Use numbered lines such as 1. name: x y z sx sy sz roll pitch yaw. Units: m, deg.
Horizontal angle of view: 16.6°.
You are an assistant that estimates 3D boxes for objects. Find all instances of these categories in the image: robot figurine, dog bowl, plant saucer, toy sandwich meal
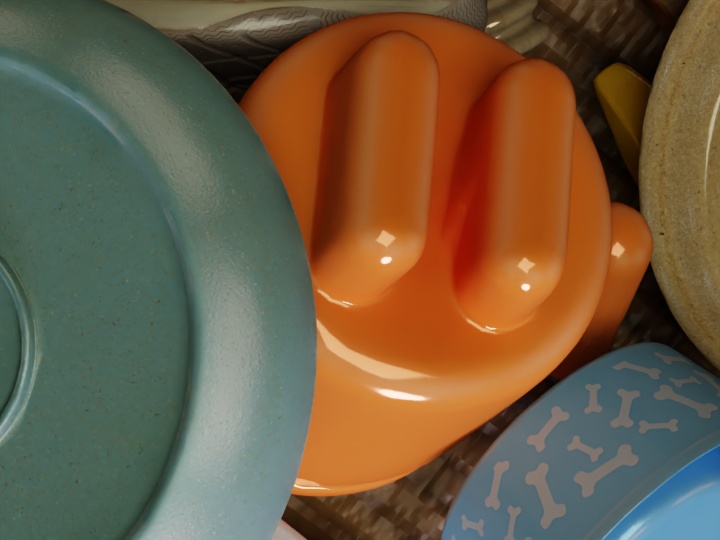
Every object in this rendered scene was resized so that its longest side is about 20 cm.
1. robot figurine: 0.002 0.001 0.716 0.143 0.200 0.117 -30 84 -24
2. dog bowl: 0.091 0.080 0.755 0.112 0.200 0.050 -48 62 8
3. plant saucer: -0.109 0.021 0.638 0.199 0.027 0.201 -2 84 17
4. toy sandwich meal: 0.161 -0.052 0.788 0.204 0.070 0.206 -6 110 -18

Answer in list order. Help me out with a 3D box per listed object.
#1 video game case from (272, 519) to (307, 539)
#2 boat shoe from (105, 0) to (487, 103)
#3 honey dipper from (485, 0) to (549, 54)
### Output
1. video game case: -0.136 0.096 0.710 0.200 0.022 0.182 39 67 -13
2. boat shoe: -0.061 -0.092 0.728 0.199 0.076 0.072 1 78 -4
3. honey dipper: 0.006 -0.158 0.753 0.038 0.038 0.201 -23 102 -3
